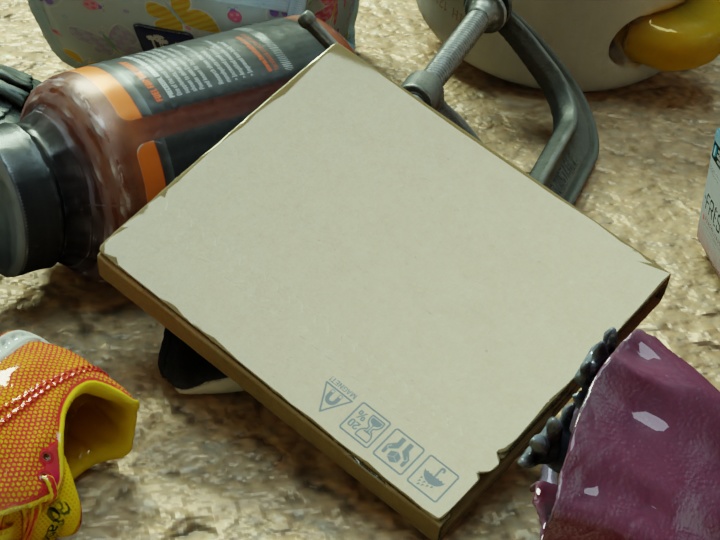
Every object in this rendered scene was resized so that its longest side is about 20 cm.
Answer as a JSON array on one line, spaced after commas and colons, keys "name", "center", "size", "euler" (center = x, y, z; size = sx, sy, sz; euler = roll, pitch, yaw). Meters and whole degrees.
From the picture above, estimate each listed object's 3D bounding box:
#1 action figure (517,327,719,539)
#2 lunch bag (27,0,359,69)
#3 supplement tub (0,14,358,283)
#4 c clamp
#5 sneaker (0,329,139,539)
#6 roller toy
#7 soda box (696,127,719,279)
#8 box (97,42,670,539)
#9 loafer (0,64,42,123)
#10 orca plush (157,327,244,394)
[{"name": "action figure", "center": [0.154, 0.112, 0.688], "size": [0.200, 0.149, 0.134], "euler": [31, 67, 9]}, {"name": "lunch bag", "center": [-0.093, -0.171, 1.055], "size": [0.169, 0.128, 0.200], "euler": [8, 13, 6]}, {"name": "supplement tub", "center": [-0.095, -0.058, 0.901], "size": [0.199, 0.107, 0.107], "euler": [-18, 38, -33]}, {"name": "c clamp", "center": [0.065, -0.098, 0.965], "size": [0.171, 0.027, 0.200], "euler": [52, 33, -5]}, {"name": "sneaker", "center": [-0.153, 0.088, 0.694], "size": [0.077, 0.073, 0.200], "euler": [25, 39, 15]}, {"name": "roller toy", "center": [0.129, -0.203, 1.130], "size": [0.199, 0.140, 0.183], "euler": [6, 42, -1]}, {"name": "soda box", "center": [0.278, -0.030, 0.925], "size": [0.199, 0.069, 0.064], "euler": [-1, 30, -8]}, {"name": "box", "center": [0.010, 0.001, 0.801], "size": [0.200, 0.021, 0.163], "euler": [36, 63, 21]}, {"name": "loafer", "center": [-0.240, -0.097, 0.991], "size": [0.199, 0.063, 0.072], "euler": [8, 32, 7]}, {"name": "orca plush", "center": [0.000, 0.000, 0.849], "size": [0.199, 0.071, 0.105], "euler": [-6, 33, -16]}]
